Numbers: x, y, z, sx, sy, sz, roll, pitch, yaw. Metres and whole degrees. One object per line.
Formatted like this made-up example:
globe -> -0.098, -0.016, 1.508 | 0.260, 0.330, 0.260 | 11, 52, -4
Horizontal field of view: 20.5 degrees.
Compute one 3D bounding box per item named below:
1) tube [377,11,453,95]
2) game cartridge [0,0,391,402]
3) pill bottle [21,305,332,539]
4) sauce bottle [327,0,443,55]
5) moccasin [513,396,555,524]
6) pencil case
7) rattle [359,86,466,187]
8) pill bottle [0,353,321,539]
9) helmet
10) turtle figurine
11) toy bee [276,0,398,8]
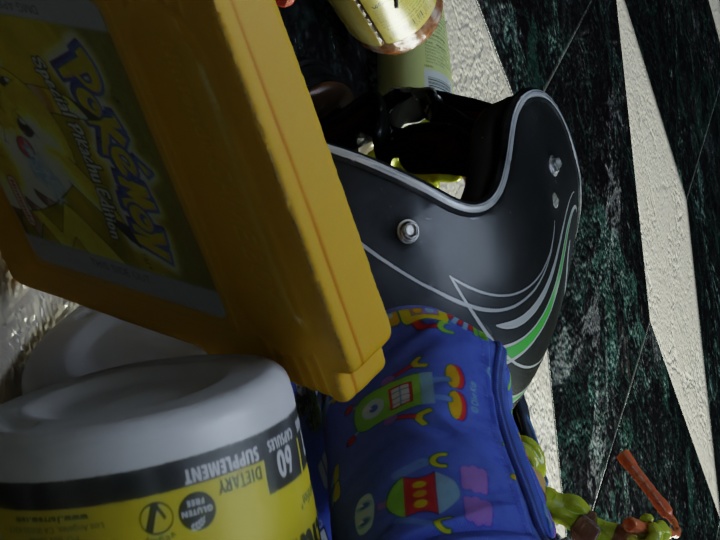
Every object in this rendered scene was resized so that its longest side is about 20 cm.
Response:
tube -> 0.033, -0.159, 1.292 | 0.058, 0.052, 0.201 | 132, -39, -58
game cartridge -> -0.085, -0.048, 0.694 | 0.032, 0.200, 0.177 | -40, 127, -28
pill bottle -> -0.057, 0.109, 0.828 | 0.112, 0.112, 0.201 | -67, 145, -55
sauce bottle -> -0.009, -0.199, 1.146 | 0.200, 0.066, 0.066 | 54, 34, -58
moccasin -> 0.068, 0.124, 1.121 | 0.068, 0.080, 0.200 | 84, -5, -48
pencil case -> 0.030, 0.084, 0.718 | 0.078, 0.087, 0.200 | 54, 10, -22
rattle -> 0.029, 0.004, 1.145 | 0.201, 0.130, 0.143 | 68, -23, 0
pill bottle -> -0.060, 0.137, 0.677 | 0.111, 0.111, 0.201 | -35, 116, -69
helmet -> 0.000, 0.000, 0.923 | 0.191, 0.199, 0.201 | -48, 131, -42
turtle figurine -> 0.062, 0.114, 1.006 | 0.065, 0.200, 0.161 | -62, 175, 19
toy bee -> -0.039, -0.188, 1.008 | 0.109, 0.130, 0.201 | 123, -42, -54
